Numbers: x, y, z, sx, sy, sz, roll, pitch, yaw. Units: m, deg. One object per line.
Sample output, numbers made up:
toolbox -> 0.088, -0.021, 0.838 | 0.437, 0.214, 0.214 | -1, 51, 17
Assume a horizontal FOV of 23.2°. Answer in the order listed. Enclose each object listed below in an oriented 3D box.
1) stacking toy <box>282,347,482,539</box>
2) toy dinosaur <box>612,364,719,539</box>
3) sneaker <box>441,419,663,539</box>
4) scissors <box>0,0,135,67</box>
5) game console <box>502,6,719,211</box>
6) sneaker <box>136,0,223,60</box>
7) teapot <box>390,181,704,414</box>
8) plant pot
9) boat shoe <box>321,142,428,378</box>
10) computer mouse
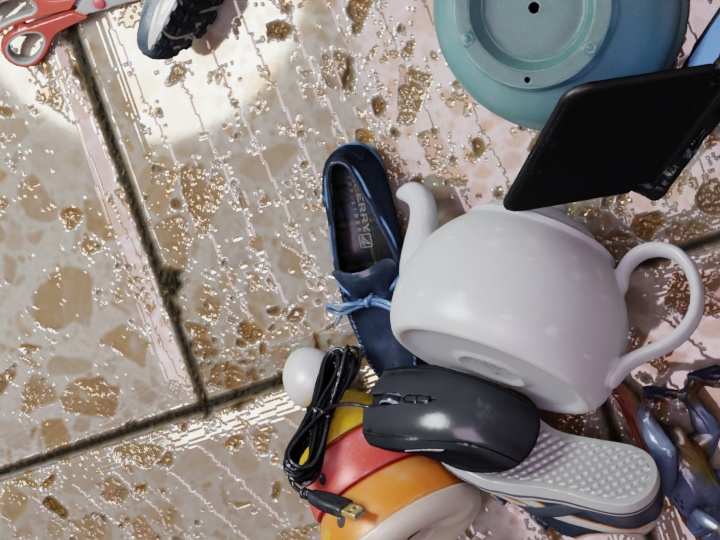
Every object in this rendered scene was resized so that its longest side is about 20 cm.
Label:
stacking toy -> -0.006, 0.151, 1.435 | 0.146, 0.146, 0.201 | -41, 67, 18
toy dinosaur -> 0.272, 0.169, 1.383 | 0.199, 0.105, 0.183 | 16, 121, 52
sneaker -> 0.143, 0.160, 1.373 | 0.199, 0.080, 0.079 | 19, 63, 30
scissors -> -0.233, -0.227, 1.468 | 0.199, 0.014, 0.073 | -20, 126, 19
game console -> 0.197, -0.133, 1.236 | 0.116, 0.200, 0.177 | 21, 67, -1
sneaker -> -0.150, -0.272, 1.428 | 0.086, 0.078, 0.201 | 20, 93, 19
teapot -> 0.129, 0.013, 1.340 | 0.199, 0.197, 0.147 | 28, 76, -17
plant pot -> 0.140, -0.198, 1.315 | 0.199, 0.134, 0.202 | 3, 100, 16
boat shoe -> 0.000, 0.000, 1.421 | 0.084, 0.069, 0.201 | -19, 93, 19
computer mouse -> 0.029, 0.129, 1.343 | 0.199, 0.046, 0.141 | 14, 66, 29
